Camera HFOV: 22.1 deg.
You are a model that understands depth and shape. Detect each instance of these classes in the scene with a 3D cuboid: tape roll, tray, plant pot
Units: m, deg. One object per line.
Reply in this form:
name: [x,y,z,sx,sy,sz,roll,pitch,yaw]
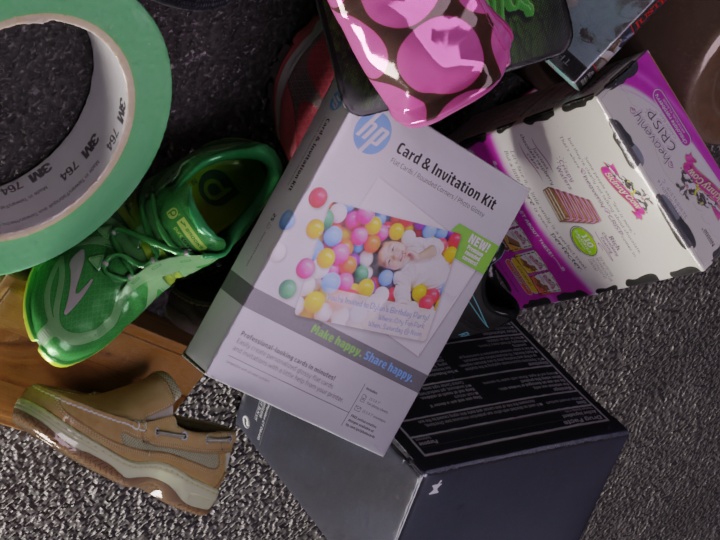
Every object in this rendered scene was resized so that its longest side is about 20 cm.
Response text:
tape roll: [-0.205,-0.092,1.056,0.199,0.048,0.202,-23,137,-24]
tray: [-0.194,0.061,1.209,0.099,0.037,0.199,-53,140,9]
plant pot: [0.207,-0.176,1.242,0.199,0.175,0.202,-22,136,-23]

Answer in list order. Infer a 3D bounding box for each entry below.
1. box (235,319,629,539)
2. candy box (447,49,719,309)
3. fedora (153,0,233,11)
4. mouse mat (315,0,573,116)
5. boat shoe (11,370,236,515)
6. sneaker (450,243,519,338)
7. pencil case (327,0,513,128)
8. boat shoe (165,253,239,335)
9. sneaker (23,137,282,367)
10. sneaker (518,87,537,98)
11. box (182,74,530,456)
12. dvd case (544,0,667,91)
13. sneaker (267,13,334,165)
box: [0.048,0.115,1.339,0.198,0.198,0.124,-6,128,-37]
candy box: [0.149,-0.056,1.243,0.061,0.199,0.137,-41,104,-29]
fedora: [-0.138,-0.208,0.959,0.091,0.203,0.200,-19,151,29]
mouse mat: [0.039,-0.208,1.103,0.160,0.008,0.202,-19,104,-17]
boat shoe: [-0.150,0.099,1.211,0.077,0.071,0.200,-60,148,-3]
sneaker: [0.058,-0.042,1.269,0.076,0.078,0.202,-62,143,-53]
pencil case: [0.016,-0.179,1.025,0.093,0.091,0.201,-24,125,11]
boat shoe: [-0.051,-0.004,1.259,0.199,0.074,0.074,-16,121,-44]
sneaker: [-0.128,-0.022,1.136,0.200,0.083,0.074,-43,99,-22]
sneaker: [0.160,-0.044,1.383,0.081,0.088,0.200,-39,141,-7]
box: [0.000,0.000,1.169,0.155,0.041,0.201,28,91,-35]
dvd case: [0.158,-0.233,1.174,0.200,0.146,0.022,-45,161,3]
sneaker: [0.006,-0.137,1.169,0.073,0.087,0.201,4,121,-41]
